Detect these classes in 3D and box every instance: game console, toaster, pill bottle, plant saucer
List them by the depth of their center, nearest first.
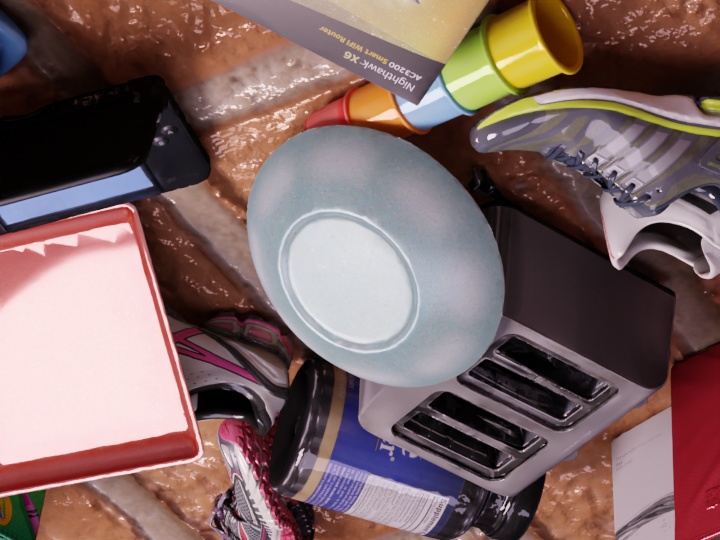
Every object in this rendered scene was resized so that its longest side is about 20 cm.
[{"bbox_3d":[-0.214,-0.048,1.526,0.200,0.117,0.176,-13,148,10],"label":"game console"},{"bbox_3d":[0.000,0.000,1.533,0.201,0.039,0.201,16,124,25],"label":"plant saucer"},{"bbox_3d":[0.105,0.054,1.642,0.200,0.119,0.181,28,134,-23],"label":"toaster"},{"bbox_3d":[-0.225,0.059,1.685,0.200,0.037,0.200,-12,99,19],"label":"plant saucer"},{"bbox_3d":[0.038,0.146,1.762,0.200,0.112,0.112,17,138,-13],"label":"pill bottle"}]

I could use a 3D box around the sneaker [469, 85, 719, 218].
[{"bbox_3d":[0.170,-0.076,1.483,0.200,0.081,0.074,3,176,-6],"label":"sneaker"}]

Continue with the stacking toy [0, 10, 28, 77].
[{"bbox_3d":[-0.299,-0.092,1.460,0.116,0.200,0.110,34,132,-30],"label":"stacking toy"}]

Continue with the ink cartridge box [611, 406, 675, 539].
[{"bbox_3d":[0.274,0.224,1.755,0.146,0.200,0.086,32,132,-27],"label":"ink cartridge box"}]

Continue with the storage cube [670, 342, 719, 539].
[{"bbox_3d":[0.349,0.146,1.673,0.200,0.180,0.171,33,133,-29],"label":"storage cube"}]

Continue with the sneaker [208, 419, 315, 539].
[{"bbox_3d":[-0.090,0.190,1.852,0.075,0.081,0.200,-1,139,10],"label":"sneaker"}]

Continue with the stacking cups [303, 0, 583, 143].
[{"bbox_3d":[0.047,-0.123,1.494,0.200,0.061,0.061,-21,132,30],"label":"stacking cups"}]

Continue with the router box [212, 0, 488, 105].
[{"bbox_3d":[-0.014,-0.209,1.383,0.200,0.052,0.157,26,136,-8],"label":"router box"}]

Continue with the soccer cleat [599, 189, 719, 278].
[{"bbox_3d":[0.263,-0.033,1.542,0.200,0.085,0.069,3,151,6],"label":"soccer cleat"}]

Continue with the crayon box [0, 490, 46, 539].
[{"bbox_3d":[-0.342,0.211,1.876,0.058,0.119,0.200,35,132,-29],"label":"crayon box"}]

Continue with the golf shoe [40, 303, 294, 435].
[{"bbox_3d":[-0.153,0.073,1.717,0.200,0.092,0.073,7,141,0],"label":"golf shoe"}]
